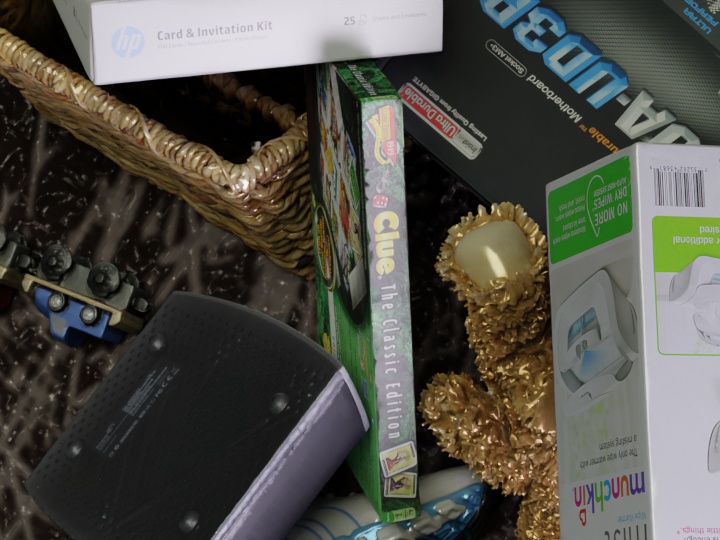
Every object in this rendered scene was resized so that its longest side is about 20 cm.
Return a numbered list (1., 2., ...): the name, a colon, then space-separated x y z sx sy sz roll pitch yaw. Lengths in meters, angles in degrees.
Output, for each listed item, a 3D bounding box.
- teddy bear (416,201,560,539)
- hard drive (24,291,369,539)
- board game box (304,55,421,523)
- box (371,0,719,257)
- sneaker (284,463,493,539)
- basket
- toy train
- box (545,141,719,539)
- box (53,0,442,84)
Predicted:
1. teddy bear: 0.097 0.055 1.281 0.145 0.067 0.201 -33 110 -9
2. hard drive: -0.075 0.082 1.311 0.135 0.042 0.200 -53 26 -9
3. board game box: 0.000 0.000 1.266 0.023 0.201 0.105 -10 26 -15
4. box: 0.117 -0.083 1.309 0.200 0.046 0.159 40 91 -11
5. sneaker: -0.035 0.125 1.331 0.199 0.075 0.087 -26 62 6
6. basket: -0.075 -0.114 1.376 0.199 0.149 0.143 32 83 23
7. toy train: -0.193 -0.003 1.434 0.199 0.034 0.046 19 86 22
8. box: 0.187 0.045 1.172 0.199 0.097 0.178 1 81 -20
9. box: -0.063 -0.142 1.288 0.155 0.041 0.200 -6 27 -12
